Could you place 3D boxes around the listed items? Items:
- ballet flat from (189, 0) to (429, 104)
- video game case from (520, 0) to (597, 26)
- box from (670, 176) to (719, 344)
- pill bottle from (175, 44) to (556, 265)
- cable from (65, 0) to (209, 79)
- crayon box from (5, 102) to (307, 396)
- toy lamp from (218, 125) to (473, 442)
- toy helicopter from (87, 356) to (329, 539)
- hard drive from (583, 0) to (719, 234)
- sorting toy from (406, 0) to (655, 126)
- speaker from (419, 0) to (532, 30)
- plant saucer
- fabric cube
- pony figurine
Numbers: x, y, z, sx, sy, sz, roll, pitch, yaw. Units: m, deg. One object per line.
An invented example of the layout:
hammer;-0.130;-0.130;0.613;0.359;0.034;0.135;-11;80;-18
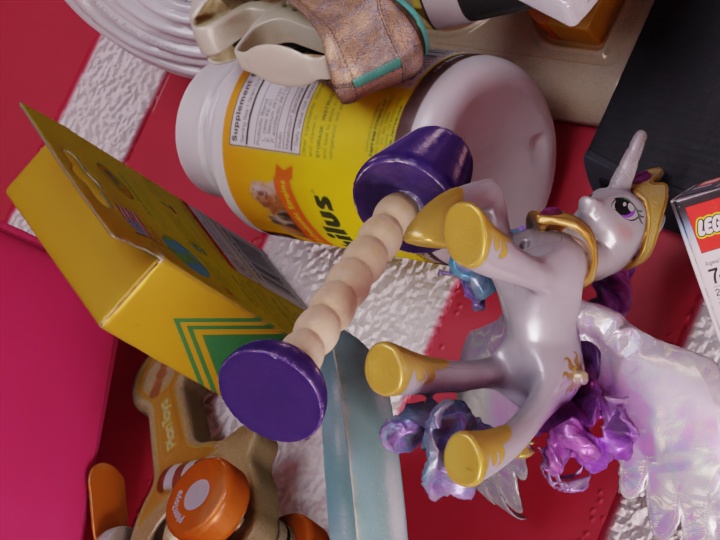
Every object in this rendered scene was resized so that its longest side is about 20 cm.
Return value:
ballet flat;-0.047;-0.131;1.449;0.067;0.068;0.200;-38;33;-19
video game case;0.083;-0.229;1.406;0.200;0.022;0.182;31;73;31
box;0.247;-0.010;1.263;0.199;0.035;0.110;-18;96;33
pill bottle;-0.003;-0.066;1.491;0.199;0.109;0.110;10;74;43
cable;-0.090;-0.195;1.570;0.199;0.200;0.069;4;43;24
crayon box;-0.102;0.001;1.473;0.051;0.200;0.127;-47;45;9
toy lamp;0.000;0.000;1.307;0.058;0.058;0.200;-10;30;36
toy helicopter;-0.098;0.117;1.509;0.132;0.079;0.200;-40;36;20
hard drive;0.204;-0.075;1.370;0.200;0.042;0.135;18;79;44
sorting toy;0.099;-0.182;1.520;0.185;0.036;0.201;12;75;43
speaker;0.125;-0.181;1.425;0.199;0.081;0.082;-12;58;11
plant saucer;0.003;0.124;1.353;0.027;0.200;0.201;-5;57;-4
fabric cube;-0.268;0.082;1.548;0.200;0.196;0.200;-21;52;47
pony figurine;0.087;0.040;1.304;0.166;0.200;0.194;7;102;35
